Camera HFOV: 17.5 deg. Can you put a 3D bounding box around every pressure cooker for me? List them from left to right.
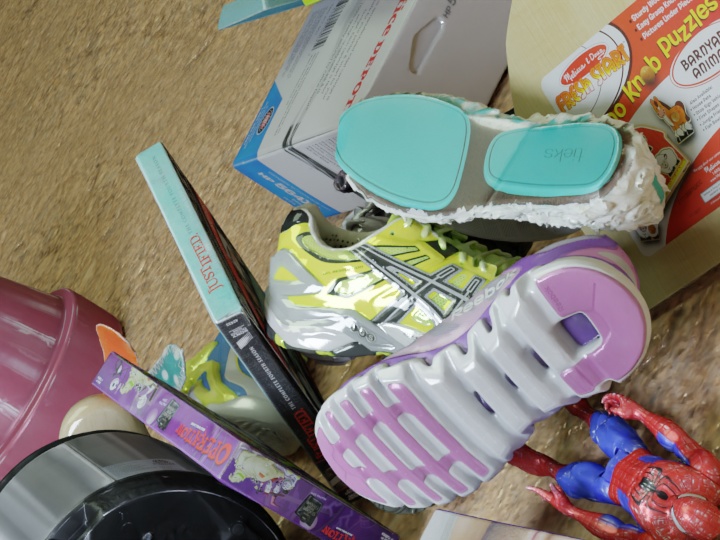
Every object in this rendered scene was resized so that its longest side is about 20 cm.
[{"bbox_3d":[-0.139,0.185,1.393,0.179,0.176,0.200,-56,24,-6],"label":"pressure cooker"}]

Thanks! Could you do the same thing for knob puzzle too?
[{"bbox_3d":[0.150,-0.102,1.173,0.030,0.220,0.219,-23,-8,-43],"label":"knob puzzle"}]

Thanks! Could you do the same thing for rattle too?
[{"bbox_3d":[-0.152,0.128,1.553,0.143,0.130,0.201,-16,-75,-72],"label":"rattle"}]

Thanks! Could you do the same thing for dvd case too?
[{"bbox_3d":[-0.061,0.033,1.361,0.022,0.200,0.146,-31,49,2],"label":"dvd case"}]

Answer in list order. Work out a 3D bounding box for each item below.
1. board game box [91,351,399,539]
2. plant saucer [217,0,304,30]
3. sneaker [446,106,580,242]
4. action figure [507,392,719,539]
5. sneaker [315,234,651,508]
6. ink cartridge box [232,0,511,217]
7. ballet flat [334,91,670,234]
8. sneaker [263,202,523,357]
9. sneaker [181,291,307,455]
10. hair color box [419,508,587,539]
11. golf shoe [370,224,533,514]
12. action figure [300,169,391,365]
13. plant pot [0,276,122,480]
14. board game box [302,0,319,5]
[{"bbox_3d":[-0.070,0.107,1.347,0.032,0.120,0.200,-54,28,-5],"label":"board game box"},{"bbox_3d":[-0.010,-0.212,1.695,0.200,0.019,0.070,-22,4,-34],"label":"plant saucer"},{"bbox_3d":[0.130,-0.087,1.289,0.199,0.073,0.112,-14,40,32],"label":"sneaker"},{"bbox_3d":[0.122,0.095,1.117,0.066,0.052,0.200,-54,22,-4],"label":"action figure"},{"bbox_3d":[0.066,0.045,1.166,0.200,0.081,0.089,-34,14,28],"label":"sneaker"},{"bbox_3d":[0.012,-0.125,1.613,0.200,0.084,0.146,-10,49,62],"label":"ink cartridge box"},{"bbox_3d":[0.073,-0.047,1.204,0.200,0.072,0.072,12,69,43],"label":"ballet flat"},{"bbox_3d":[0.042,0.008,1.239,0.075,0.199,0.077,-44,-45,-70],"label":"sneaker"},{"bbox_3d":[-0.068,0.059,1.551,0.105,0.076,0.200,-60,20,-8],"label":"sneaker"},{"bbox_3d":[0.075,0.178,1.078,0.110,0.065,0.200,-62,23,-12],"label":"hair color box"},{"bbox_3d":[0.048,0.056,1.328,0.088,0.077,0.201,114,178,-63],"label":"golf shoe"},{"bbox_3d":[0.000,0.000,1.382,0.200,0.069,0.131,93,-160,-76],"label":"action figure"},{"bbox_3d":[-0.325,0.081,1.952,0.200,0.179,0.200,-46,25,28],"label":"plant pot"},{"bbox_3d":[0.052,-0.247,1.593,0.200,0.048,0.102,-28,8,-15],"label":"board game box"}]
